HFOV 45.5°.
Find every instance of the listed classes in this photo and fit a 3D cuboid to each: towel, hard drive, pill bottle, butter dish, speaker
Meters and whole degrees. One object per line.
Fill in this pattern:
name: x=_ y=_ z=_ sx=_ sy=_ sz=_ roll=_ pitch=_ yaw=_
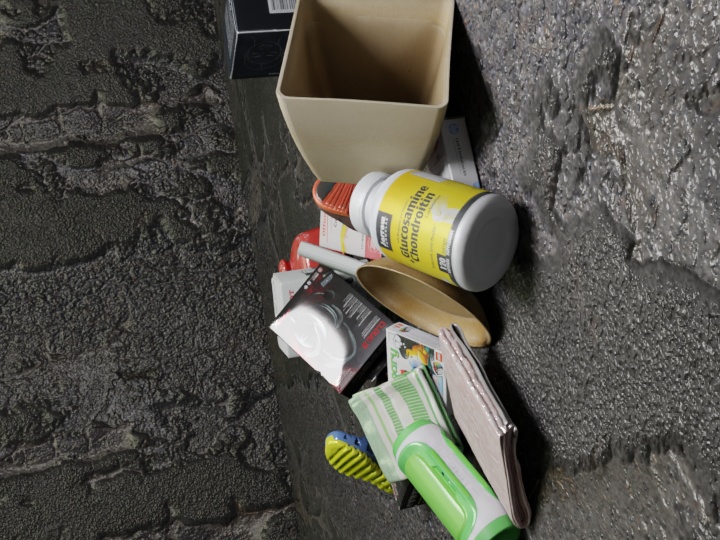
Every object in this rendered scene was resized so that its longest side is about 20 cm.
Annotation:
towel: x=0.067 y=0.238 z=1.306 sx=0.199 sy=0.023 sz=0.154 roll=-34 pitch=80 yaw=50
hard drive: x=0.000 y=0.000 z=1.376 sx=0.199 sy=0.131 sz=0.027 roll=19 pitch=87 yaw=55
pill bottle: x=0.080 y=-0.056 z=1.015 sx=0.199 sy=0.111 sz=0.114 roll=23 pitch=124 yaw=43
towel: x=0.156 y=0.194 z=1.084 sx=0.201 sy=0.032 sz=0.193 roll=-116 pitch=9 yaw=-50
butter dish: x=-0.103 y=-0.010 z=1.837 sx=0.200 sy=0.145 sz=0.203 roll=156 pitch=104 yaw=-75
speaker: x=0.126 y=0.295 z=1.157 sx=0.200 sy=0.087 sz=0.089 roll=47 pitch=146 yaw=40

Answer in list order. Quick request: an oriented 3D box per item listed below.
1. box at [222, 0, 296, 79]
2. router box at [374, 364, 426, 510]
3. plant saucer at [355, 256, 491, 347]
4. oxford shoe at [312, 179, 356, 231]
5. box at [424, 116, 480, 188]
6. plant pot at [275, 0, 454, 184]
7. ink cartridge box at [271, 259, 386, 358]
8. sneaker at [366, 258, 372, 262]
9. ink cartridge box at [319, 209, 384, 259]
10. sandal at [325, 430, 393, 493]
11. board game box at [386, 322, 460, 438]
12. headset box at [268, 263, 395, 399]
box: x=-0.165 y=-0.480 z=1.698 sx=0.197 sy=0.196 sz=0.126 roll=130 pitch=132 yaw=-71
router box: x=0.076 y=0.283 z=1.471 sx=0.151 sy=0.061 sz=0.202 roll=103 pitch=155 yaw=-53
plant saucer: x=0.088 y=0.034 z=1.121 sx=0.036 sy=0.198 sz=0.200 roll=-60 pitch=6 yaw=-15
oxford shoe: x=0.025 y=-0.082 z=1.267 sx=0.072 sy=0.198 sz=0.073 roll=-62 pitch=-9 yaw=-14
box: x=0.118 y=-0.076 z=1.135 sx=0.156 sy=0.040 sz=0.203 roll=128 pitch=131 yaw=-71
plant pot: x=0.011 y=-0.218 z=1.091 sx=0.178 sy=0.196 sz=0.202 roll=90 pitch=-174 yaw=-54
ink cartridge box: x=-0.057 y=0.069 z=1.592 sx=0.083 sy=0.197 sz=0.149 roll=-145 pitch=47 yaw=-71
sneaker: x=0.014 y=-0.079 z=1.488 sx=0.079 sy=0.074 sz=0.203 roll=101 pitch=157 yaw=-61
ink cartridge box: x=-0.006 y=-0.088 z=1.386 sx=0.199 sy=0.067 sz=0.119 roll=13 pitch=103 yaw=50
sandal: x=0.016 y=0.334 z=1.559 sx=0.079 sy=0.199 sz=0.088 roll=-30 pitch=40 yaw=37
board game box: x=0.096 y=0.192 z=1.299 sx=0.125 sy=0.034 sz=0.203 roll=19 pitch=120 yaw=46
headset box: x=-0.034 y=0.108 z=1.465 sx=0.199 sy=0.149 sz=0.077 roll=40 pitch=178 yaw=23
